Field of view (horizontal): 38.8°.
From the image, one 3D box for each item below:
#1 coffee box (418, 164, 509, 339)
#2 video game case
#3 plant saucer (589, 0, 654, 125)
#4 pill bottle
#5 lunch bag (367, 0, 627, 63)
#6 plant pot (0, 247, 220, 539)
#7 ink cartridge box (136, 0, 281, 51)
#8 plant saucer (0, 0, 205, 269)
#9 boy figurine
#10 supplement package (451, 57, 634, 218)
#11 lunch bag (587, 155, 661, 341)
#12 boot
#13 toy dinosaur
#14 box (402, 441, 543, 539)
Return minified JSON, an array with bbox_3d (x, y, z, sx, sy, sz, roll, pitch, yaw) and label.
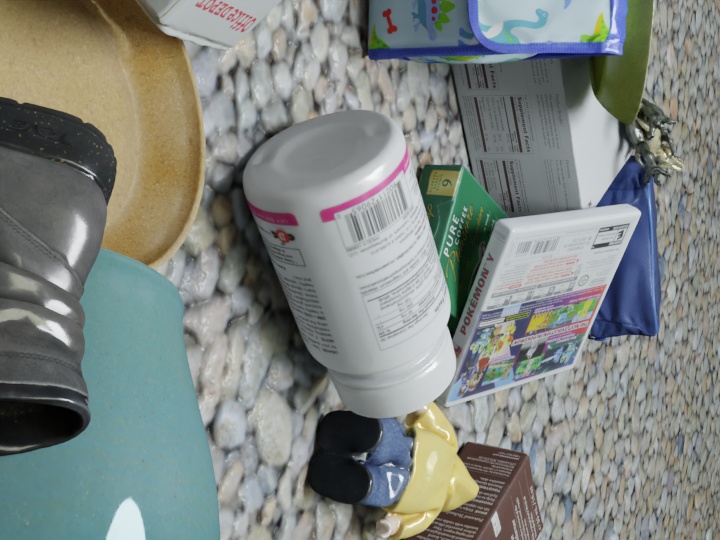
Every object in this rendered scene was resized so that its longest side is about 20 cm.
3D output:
[{"bbox_3d":[0.101,-0.001,0.941,0.200,0.044,0.124,36,66,-54],"label":"coffee box"},{"bbox_3d":[0.164,0.029,0.940,0.199,0.023,0.183,-9,126,-43],"label":"video game case"},{"bbox_3d":[0.207,-0.219,0.828,0.200,0.031,0.202,0,90,-83],"label":"plant saucer"},{"bbox_3d":[0.000,0.000,0.722,0.113,0.113,0.201,-51,135,-40],"label":"pill bottle"},{"bbox_3d":[0.107,-0.244,0.773,0.127,0.199,0.171,-15,108,-56],"label":"lunch bag"},{"bbox_3d":[-0.150,0.093,0.445,0.200,0.199,0.189,36,50,-53],"label":"plant pot"},{"bbox_3d":[-0.039,-0.214,0.520,0.083,0.200,0.145,49,10,-1],"label":"ink cartridge box"},{"bbox_3d":[-0.151,-0.090,0.512,0.200,0.035,0.202,36,48,-53],"label":"plant saucer"},{"bbox_3d":[0.040,0.161,0.853,0.200,0.064,0.125,26,73,-56],"label":"boy figurine"},{"bbox_3d":[0.177,-0.173,0.975,0.156,0.110,0.201,-47,132,-43],"label":"supplement package"},{"bbox_3d":[0.250,-0.018,1.094,0.136,0.131,0.201,-50,135,-63],"label":"lunch bag"},{"bbox_3d":[-0.187,-0.010,0.354,0.070,0.198,0.132,114,-19,-52],"label":"boot"},{"bbox_3d":[0.272,-0.139,0.973,0.200,0.047,0.089,52,21,-43],"label":"toy dinosaur"},{"bbox_3d":[0.095,0.263,0.945,0.200,0.075,0.101,-47,132,-42],"label":"box"}]
